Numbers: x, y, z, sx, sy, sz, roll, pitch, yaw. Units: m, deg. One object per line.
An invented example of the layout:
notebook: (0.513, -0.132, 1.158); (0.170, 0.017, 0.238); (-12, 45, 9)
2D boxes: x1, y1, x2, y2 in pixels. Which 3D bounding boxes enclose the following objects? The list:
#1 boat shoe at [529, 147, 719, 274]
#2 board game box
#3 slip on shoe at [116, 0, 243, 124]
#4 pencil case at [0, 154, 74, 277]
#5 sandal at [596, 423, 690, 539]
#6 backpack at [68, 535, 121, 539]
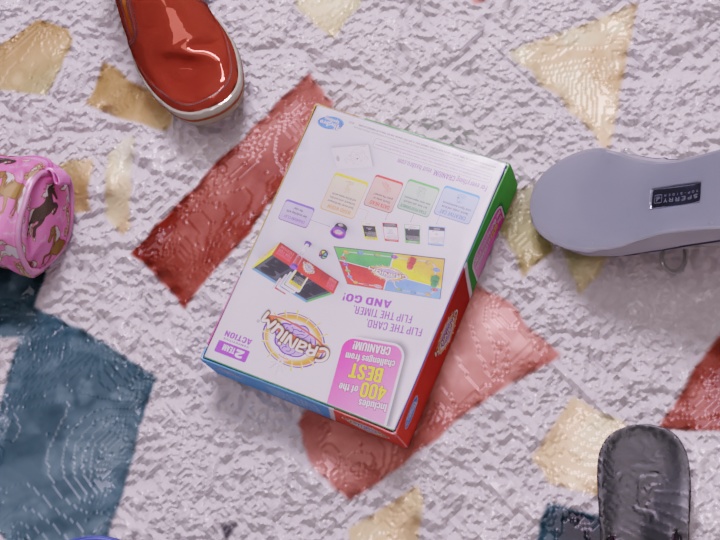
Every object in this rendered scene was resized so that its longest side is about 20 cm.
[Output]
boat shoe: (0.208, -0.041, 1.008); (0.201, 0.086, 0.075); (-6, 71, 44)
board game box: (0.000, 0.000, 1.065); (0.152, 0.040, 0.201); (20, 77, 21)
slip on shoe: (-0.147, -0.192, 1.158); (0.074, 0.061, 0.201); (-27, 67, 2)
pencil case: (-0.307, -0.055, 1.149); (0.199, 0.087, 0.083); (14, 43, 19)
sandal: (0.173, 0.190, 0.943); (0.075, 0.048, 0.202); (-10, 68, 12)
backpack: (-0.195, 0.259, 0.966); (0.199, 0.147, 0.184); (-18, 69, 5)
